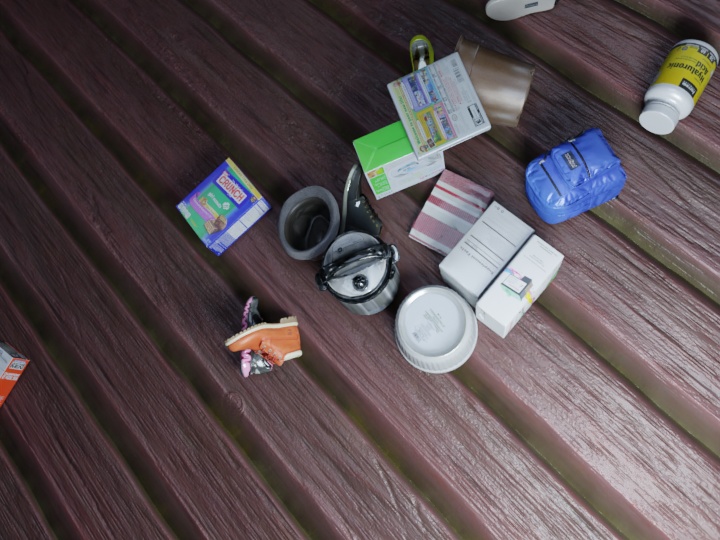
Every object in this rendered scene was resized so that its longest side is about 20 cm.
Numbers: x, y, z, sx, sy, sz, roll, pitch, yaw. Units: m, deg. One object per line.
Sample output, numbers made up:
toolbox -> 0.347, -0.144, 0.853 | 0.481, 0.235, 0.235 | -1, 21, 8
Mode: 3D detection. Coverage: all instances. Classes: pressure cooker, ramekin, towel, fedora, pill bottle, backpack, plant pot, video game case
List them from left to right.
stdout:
fedora -> -0.118, -0.105, 1.396 | 0.175, 0.090, 0.202 | -28, 56, 12
pressure cooker -> 0.002, 0.002, 1.285 | 0.176, 0.200, 0.178 | 26, 81, 19
ramekin -> 0.171, 0.129, 1.258 | 0.196, 0.105, 0.204 | -4, 73, 12
video game case -> 0.178, -0.377, 1.256 | 0.179, 0.022, 0.203 | -22, 78, 6
towel -> 0.226, -0.139, 1.371 | 0.142, 0.023, 0.202 | 29, 84, 17
plant pot -> 0.317, -0.455, 1.362 | 0.195, 0.201, 0.204 | 18, 78, 10
backpack -> 0.479, -0.222, 1.261 | 0.197, 0.168, 0.165 | -27, 63, 8
pill bottle -> 0.742, -0.427, 1.287 | 0.110, 0.111, 0.202 | 30, 83, 19

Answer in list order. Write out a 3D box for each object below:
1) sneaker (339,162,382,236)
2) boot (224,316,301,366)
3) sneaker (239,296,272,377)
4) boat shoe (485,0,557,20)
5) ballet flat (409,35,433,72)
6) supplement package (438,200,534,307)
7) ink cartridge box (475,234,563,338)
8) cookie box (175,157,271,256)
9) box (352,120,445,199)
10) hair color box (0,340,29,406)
sneaker -> 0.012, -0.163, 1.377 | 0.104, 0.075, 0.204 | 11, 111, 9
boot -> -0.226, 0.180, 1.307 | 0.075, 0.197, 0.109 | -26, 76, 50
sneaker -> -0.254, 0.165, 1.375 | 0.093, 0.079, 0.204 | 1, 72, -11
boat shoe -> 0.432, -0.747, 1.483 | 0.196, 0.075, 0.095 | -7, 65, 3
ballet flat -> 0.168, -0.572, 1.488 | 0.065, 0.067, 0.204 | -7, 72, 12
supplement package -> 0.292, -0.032, 1.268 | 0.119, 0.121, 0.201 | 40, 86, 21
ink cartridge box -> 0.351, 0.041, 1.220 | 0.084, 0.145, 0.201 | 40, 85, 21
cookie box -> -0.372, -0.175, 1.492 | 0.200, 0.075, 0.171 | -42, 68, -2
box -> 0.100, -0.284, 1.359 | 0.197, 0.177, 0.098 | -21, 72, 5
hair color box -> -1.023, 0.307, 1.508 | 0.110, 0.064, 0.202 | 27, 83, 20
